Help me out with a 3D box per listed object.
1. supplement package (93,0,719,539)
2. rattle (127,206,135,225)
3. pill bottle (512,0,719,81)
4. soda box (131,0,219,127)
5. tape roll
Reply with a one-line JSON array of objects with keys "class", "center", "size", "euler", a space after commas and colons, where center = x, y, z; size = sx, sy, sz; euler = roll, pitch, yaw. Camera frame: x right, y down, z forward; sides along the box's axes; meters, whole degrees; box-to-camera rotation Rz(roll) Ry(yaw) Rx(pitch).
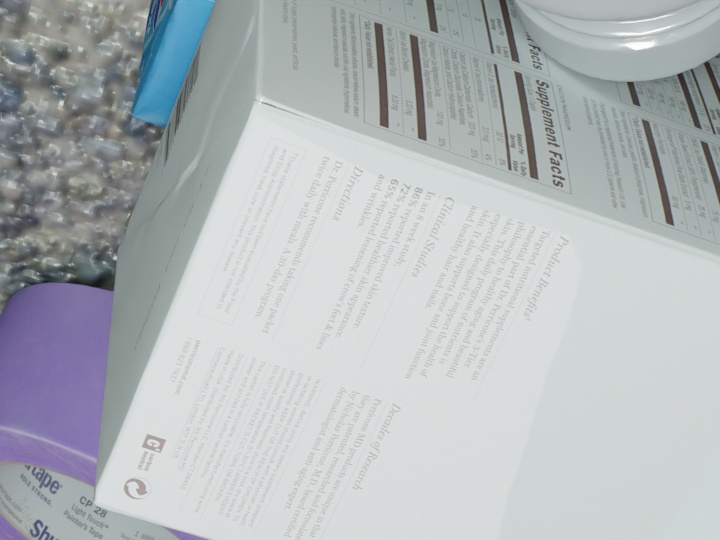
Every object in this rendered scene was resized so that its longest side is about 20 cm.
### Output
[{"class": "supplement package", "center": [0.033, 0.003, 0.765], "size": [0.198, 0.151, 0.153], "euler": [18, 120, -13]}, {"class": "rattle", "center": [0.000, 0.000, 1.038], "size": [0.130, 0.143, 0.200], "euler": [36, -176, 41]}, {"class": "pill bottle", "center": [0.067, -0.143, 0.664], "size": [0.111, 0.113, 0.200], "euler": [2, 152, 15]}, {"class": "soda box", "center": [0.023, -0.070, 0.853], "size": [0.198, 0.068, 0.064], "euler": [16, 134, -12]}, {"class": "tape roll", "center": [-0.109, 0.099, 1.168], "size": [0.199, 0.085, 0.201], "euler": [22, 152, 12]}]
